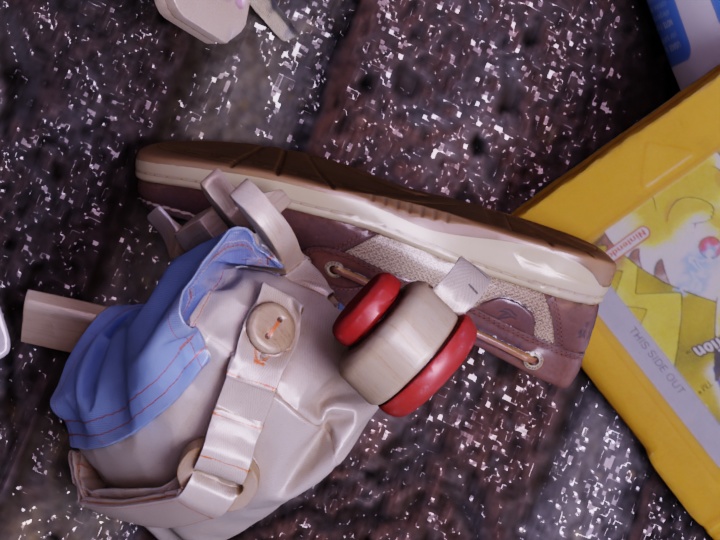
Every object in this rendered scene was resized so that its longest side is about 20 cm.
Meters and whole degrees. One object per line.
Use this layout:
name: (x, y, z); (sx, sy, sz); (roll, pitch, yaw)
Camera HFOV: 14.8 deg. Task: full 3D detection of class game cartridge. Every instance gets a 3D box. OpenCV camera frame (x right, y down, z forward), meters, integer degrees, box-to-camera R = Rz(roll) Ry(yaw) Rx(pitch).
game cartridge: (0.177, 0.016, 1.139); (0.176, 0.032, 0.200); (-36, 94, 26)

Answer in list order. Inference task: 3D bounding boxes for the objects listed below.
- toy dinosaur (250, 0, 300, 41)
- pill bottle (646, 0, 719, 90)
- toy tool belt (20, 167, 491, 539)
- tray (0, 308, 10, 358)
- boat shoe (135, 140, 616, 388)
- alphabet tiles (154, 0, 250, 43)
toy dinosaur: (-0.093, -0.179, 1.133); (0.088, 0.047, 0.201); (-21, 93, -25)
pill bottle: (0.173, -0.134, 1.172); (0.112, 0.112, 0.201); (-19, 90, -18)
toy tool belt: (-0.053, 0.025, 1.041); (0.123, 0.200, 0.125); (43, 54, -8)
tray: (-0.245, 0.011, 1.074); (0.199, 0.022, 0.108); (-17, 89, -18)
boat shoe: (0.000, 0.000, 1.120); (0.199, 0.072, 0.072); (15, 101, -3)
alphabet tiles: (-0.064, -0.198, 1.100); (0.195, 0.015, 0.201); (27, 67, -51)
